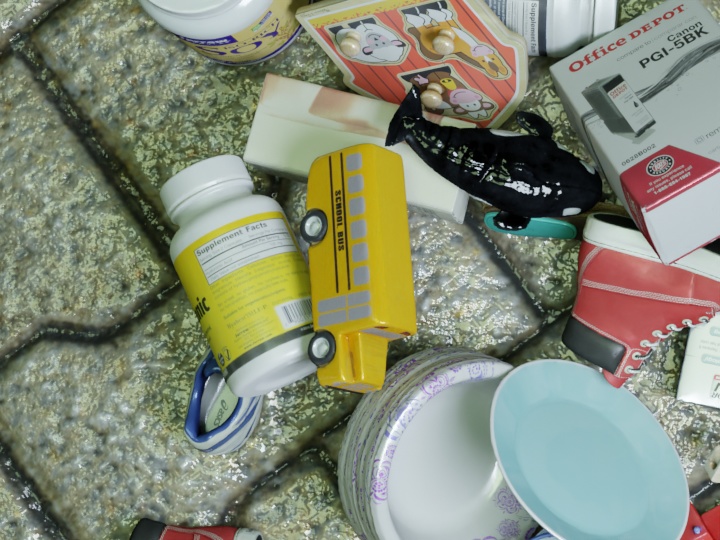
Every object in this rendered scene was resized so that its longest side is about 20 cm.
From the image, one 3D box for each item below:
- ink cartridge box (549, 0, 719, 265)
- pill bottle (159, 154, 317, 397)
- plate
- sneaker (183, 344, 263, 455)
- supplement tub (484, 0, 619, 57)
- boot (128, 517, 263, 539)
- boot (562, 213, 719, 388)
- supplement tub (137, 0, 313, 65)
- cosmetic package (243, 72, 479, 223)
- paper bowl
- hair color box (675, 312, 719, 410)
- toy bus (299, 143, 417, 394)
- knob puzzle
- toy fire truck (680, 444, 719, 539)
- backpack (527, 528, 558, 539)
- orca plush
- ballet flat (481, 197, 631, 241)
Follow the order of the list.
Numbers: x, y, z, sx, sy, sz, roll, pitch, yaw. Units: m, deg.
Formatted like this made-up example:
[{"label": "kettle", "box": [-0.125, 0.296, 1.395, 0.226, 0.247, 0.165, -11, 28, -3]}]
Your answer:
[{"label": "ink cartridge box", "box": [0.267, -0.125, 1.363, 0.147, 0.083, 0.200, -30, 47, 4]}, {"label": "pill bottle", "box": [-0.103, 0.002, 1.439, 0.111, 0.111, 0.200, -27, 76, 7]}, {"label": "plate", "box": [0.191, 0.165, 1.374, 0.200, 0.200, 0.026, 45, 133, 9]}, {"label": "sneaker", "box": [-0.109, 0.077, 1.503, 0.075, 0.088, 0.200, 15, 88, 11]}, {"label": "supplement tub", "box": [0.132, -0.265, 1.455, 0.200, 0.140, 0.141, 5, 88, 9]}, {"label": "boot", "box": [-0.173, 0.336, 1.510, 0.144, 0.072, 0.200, 4, 79, 10]}, {"label": "boot", "box": [0.278, 0.043, 1.394, 0.200, 0.072, 0.144, 15, 105, 20]}, {"label": "supplement tub", "box": [-0.128, -0.272, 1.468, 0.145, 0.200, 0.146, 0, 87, 9]}, {"label": "cosmetic package", "box": [0.005, -0.112, 1.488, 0.200, 0.103, 0.087, 15, 88, 8]}, {"label": "paper bowl", "box": [0.071, 0.166, 1.433, 0.200, 0.104, 0.201, -7, 103, -30]}, {"label": "hair color box", "box": [0.349, 0.028, 1.446, 0.099, 0.061, 0.200, 12, 88, 10]}, {"label": "toy bus", "box": [0.000, 0.000, 1.376, 0.078, 0.065, 0.200, -14, 72, 32]}, {"label": "knob puzzle", "box": [0.062, -0.178, 1.448, 0.219, 0.220, 0.030, 13, 61, 10]}, {"label": "toy fire truck", "box": [0.343, 0.179, 1.401, 0.200, 0.141, 0.049, -31, 38, 7]}, {"label": "backpack", "box": [0.200, 0.308, 1.391, 0.200, 0.154, 0.191, -48, 67, 34]}, {"label": "orca plush", "box": [0.126, -0.101, 1.394, 0.200, 0.071, 0.105, 34, 81, -11]}, {"label": "ballet flat", "box": [0.212, -0.053, 1.478, 0.200, 0.068, 0.072, 14, 69, 13]}]
